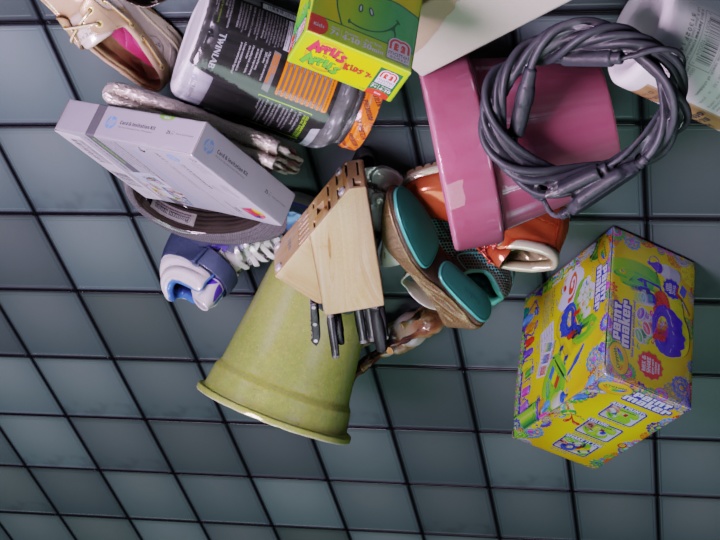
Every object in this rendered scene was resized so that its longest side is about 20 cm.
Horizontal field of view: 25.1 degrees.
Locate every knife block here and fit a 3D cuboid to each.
[{"bbox_3d":[0.000,0.000,1.789,0.175,0.064,0.200,31,115,-22],"label":"knife block"}]

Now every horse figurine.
[{"bbox_3d":[0.053,0.083,2.034,0.200,0.132,0.050,-34,84,45],"label":"horse figurine"}]

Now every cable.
[{"bbox_3d":[0.208,-0.153,1.489,0.200,0.051,0.163,-36,92,25],"label":"cable"}]

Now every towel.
[{"bbox_3d":[-0.158,-0.146,1.649,0.199,0.035,0.133,21,-179,6],"label":"towel"}]

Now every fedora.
[{"bbox_3d":[-0.165,-0.110,1.806,0.199,0.091,0.177,-6,142,32],"label":"fedora"}]

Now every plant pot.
[{"bbox_3d":[-0.075,0.089,1.956,0.199,0.185,0.200,20,-179,0],"label":"plant pot"},{"bbox_3d":[0.161,-0.134,1.622,0.178,0.201,0.200,-12,143,4],"label":"plant pot"}]

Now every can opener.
[{"bbox_3d":[-0.003,-0.041,1.836,0.052,0.067,0.201,8,120,-17],"label":"can opener"}]

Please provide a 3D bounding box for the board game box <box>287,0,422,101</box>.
[{"bbox_3d":[0.003,-0.257,1.454,0.101,0.201,0.048,20,145,-15],"label":"board game box"}]

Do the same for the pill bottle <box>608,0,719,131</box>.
[{"bbox_3d":[0.346,-0.194,1.540,0.199,0.115,0.114,21,144,-16],"label":"pill bottle"}]

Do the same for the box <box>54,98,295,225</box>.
[{"bbox_3d":[-0.187,-0.109,1.622,0.199,0.041,0.156,14,164,39],"label":"box"}]

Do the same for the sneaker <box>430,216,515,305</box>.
[{"bbox_3d":[0.096,-0.020,1.871,0.199,0.092,0.078,17,144,-11],"label":"sneaker"}]

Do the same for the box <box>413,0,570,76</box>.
[{"bbox_3d":[0.113,-0.271,1.506,0.199,0.095,0.078,-24,133,37],"label":"box"}]

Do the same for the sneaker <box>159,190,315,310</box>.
[{"bbox_3d":[-0.140,-0.012,1.891,0.199,0.147,0.081,-3,144,18],"label":"sneaker"}]

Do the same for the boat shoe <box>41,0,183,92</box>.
[{"bbox_3d":[-0.264,-0.253,1.642,0.200,0.069,0.074,33,139,-31],"label":"boat shoe"}]

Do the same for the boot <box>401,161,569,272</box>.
[{"bbox_3d":[0.135,-0.057,1.797,0.199,0.108,0.075,10,149,3],"label":"boot"}]

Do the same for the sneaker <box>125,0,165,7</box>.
[{"bbox_3d":[-0.145,-0.291,1.526,0.199,0.107,0.075,6,146,5],"label":"sneaker"}]

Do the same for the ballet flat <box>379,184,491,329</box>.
[{"bbox_3d":[0.067,-0.007,1.807,0.072,0.068,0.200,-19,122,38],"label":"ballet flat"}]

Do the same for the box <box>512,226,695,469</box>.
[{"bbox_3d":[0.284,0.093,1.892,0.121,0.201,0.193,22,145,-18],"label":"box"}]

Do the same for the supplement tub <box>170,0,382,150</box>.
[{"bbox_3d":[-0.081,-0.199,1.629,0.199,0.123,0.123,20,144,-15],"label":"supplement tub"}]
